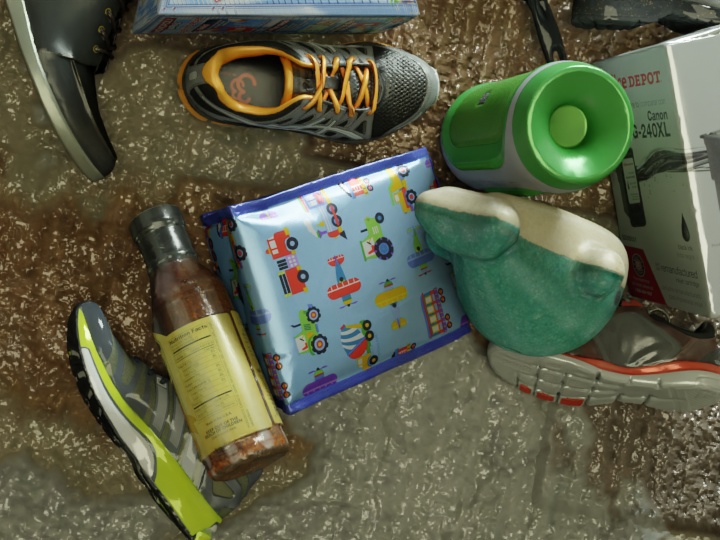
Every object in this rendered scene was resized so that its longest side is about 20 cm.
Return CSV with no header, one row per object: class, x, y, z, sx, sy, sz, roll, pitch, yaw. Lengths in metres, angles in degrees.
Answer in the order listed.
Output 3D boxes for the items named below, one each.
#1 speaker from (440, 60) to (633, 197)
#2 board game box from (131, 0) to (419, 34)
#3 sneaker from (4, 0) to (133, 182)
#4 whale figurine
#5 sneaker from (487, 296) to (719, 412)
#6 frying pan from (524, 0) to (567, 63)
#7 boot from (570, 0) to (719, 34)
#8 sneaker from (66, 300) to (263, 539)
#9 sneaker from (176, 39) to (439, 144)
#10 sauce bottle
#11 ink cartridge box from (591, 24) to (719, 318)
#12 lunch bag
speaker,0.117,-0.098,0.739,0.087,0.200,0.090,-1,95,-11
board game box,-0.080,-0.247,0.730,0.199,0.061,0.202,-23,99,-28
sneaker,-0.187,-0.171,0.737,0.105,0.075,0.202,-20,97,-9
whale figurine,0.108,0.002,0.737,0.199,0.158,0.105,22,85,-57
sneaker,0.199,0.062,0.848,0.198,0.077,0.083,9,62,-6
frying pan,0.138,-0.255,0.818,0.115,0.031,0.190,-42,105,-5
boot,0.255,-0.257,0.814,0.198,0.070,0.133,-1,95,-22
sneaker,-0.149,0.105,0.778,0.081,0.074,0.201,-36,102,-23
sneaker,-0.034,-0.134,0.770,0.198,0.077,0.079,-3,94,-12
sauce bottle,-0.114,0.049,0.748,0.065,0.066,0.202,-21,72,-9
ink cartridge box,0.254,-0.078,0.796,0.082,0.145,0.202,-13,97,-7
lunch bag,0.000,0.000,0.789,0.198,0.094,0.152,-18,96,-21
